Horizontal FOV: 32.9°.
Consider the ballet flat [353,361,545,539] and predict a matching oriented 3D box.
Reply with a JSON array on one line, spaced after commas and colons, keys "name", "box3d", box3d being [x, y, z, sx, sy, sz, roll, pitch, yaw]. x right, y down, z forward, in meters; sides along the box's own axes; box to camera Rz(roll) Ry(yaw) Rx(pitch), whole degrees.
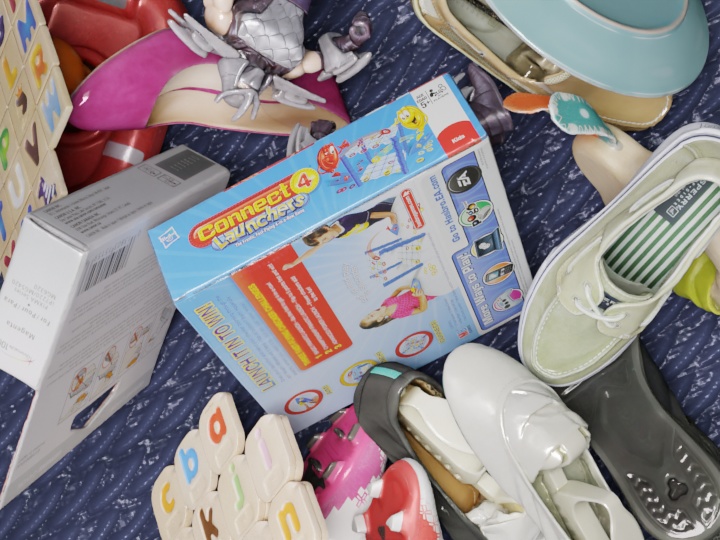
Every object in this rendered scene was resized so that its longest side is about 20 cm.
[{"name": "ballet flat", "box3d": [0.074, 0.137, 0.777, 0.200, 0.068, 0.068, 44, 63, -11]}]

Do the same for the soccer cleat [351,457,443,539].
[{"name": "soccer cleat", "box3d": [0.043, 0.206, 0.779, 0.085, 0.069, 0.202, -7, 112, -19]}]

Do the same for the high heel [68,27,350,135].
[{"name": "high heel", "box3d": [-0.093, -0.105, 0.788, 0.096, 0.200, 0.067, 49, 128, 12]}]

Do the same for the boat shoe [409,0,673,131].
[{"name": "boat shoe", "box3d": [0.123, -0.135, 0.780, 0.199, 0.076, 0.072, 19, 108, -19]}]

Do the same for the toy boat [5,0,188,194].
[{"name": "toy boat", "box3d": [-0.198, -0.118, 0.812, 0.130, 0.131, 0.201, 17, 88, 6]}]

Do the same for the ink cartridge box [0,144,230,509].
[{"name": "ink cartridge box", "box3d": [-0.161, 0.025, 0.744, 0.043, 0.200, 0.174, 28, 112, 7]}]

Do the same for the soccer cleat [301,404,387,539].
[{"name": "soccer cleat", "box3d": [-0.019, 0.186, 0.819, 0.086, 0.070, 0.201, 31, 84, -20]}]

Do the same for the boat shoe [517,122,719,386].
[{"name": "boat shoe", "box3d": [0.148, 0.000, 0.708, 0.072, 0.062, 0.201, 33, 125, 5]}]

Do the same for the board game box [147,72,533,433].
[{"name": "board game box", "box3d": [0.000, 0.000, 0.752, 0.195, 0.200, 0.056, -27, 56, 1]}]

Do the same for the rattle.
[{"name": "rattle", "box3d": [0.207, -0.080, 0.769, 0.143, 0.130, 0.200, -42, 93, 10]}]

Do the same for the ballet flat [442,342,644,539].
[{"name": "ballet flat", "box3d": [0.124, 0.125, 0.729, 0.069, 0.069, 0.201, -31, 93, 2]}]

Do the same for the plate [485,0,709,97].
[{"name": "plate", "box3d": [0.147, -0.197, 0.775, 0.199, 0.026, 0.201, 15, 54, -22]}]

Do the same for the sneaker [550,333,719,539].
[{"name": "sneaker", "box3d": [0.181, 0.100, 0.802, 0.076, 0.114, 0.200, -35, 57, 7]}]

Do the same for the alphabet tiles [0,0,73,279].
[{"name": "alphabet tiles", "box3d": [-0.220, -0.089, 0.749, 0.167, 0.006, 0.201, -54, 48, 39]}]

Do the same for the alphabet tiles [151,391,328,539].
[{"name": "alphabet tiles", "box3d": [-0.083, 0.188, 0.771, 0.200, 0.015, 0.196, -55, 44, 33]}]

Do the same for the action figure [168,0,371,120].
[{"name": "action figure", "box3d": [-0.039, -0.184, 0.748, 0.069, 0.130, 0.201, 20, 84, 43]}]

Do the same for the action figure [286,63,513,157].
[{"name": "action figure", "box3d": [0.003, -0.057, 0.797, 0.199, 0.130, 0.070, -32, 67, -9]}]
